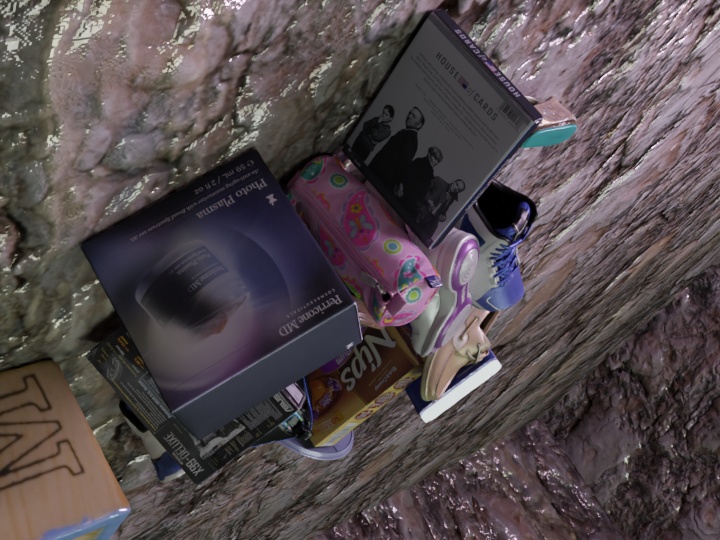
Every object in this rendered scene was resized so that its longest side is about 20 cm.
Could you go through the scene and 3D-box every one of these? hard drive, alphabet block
[{"bbox_3d":[0.112,0.121,1.449,0.132,0.200,0.025,-37,120,4],"label":"hard drive"},{"bbox_3d":[-0.402,0.247,1.088,0.196,0.200,0.195,-14,153,-44],"label":"alphabet block"}]

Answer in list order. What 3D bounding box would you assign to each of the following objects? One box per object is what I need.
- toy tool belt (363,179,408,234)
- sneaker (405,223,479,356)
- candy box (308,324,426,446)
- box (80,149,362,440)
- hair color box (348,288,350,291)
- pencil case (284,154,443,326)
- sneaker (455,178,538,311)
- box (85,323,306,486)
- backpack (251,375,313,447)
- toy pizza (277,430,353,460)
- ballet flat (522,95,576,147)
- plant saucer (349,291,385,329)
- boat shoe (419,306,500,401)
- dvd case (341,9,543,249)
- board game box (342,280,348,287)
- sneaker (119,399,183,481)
[{"bbox_3d":[0.091,-0.070,1.229,0.200,0.123,0.125,-24,159,-27],"label":"toy tool belt"},{"bbox_3d":[0.079,0.015,1.149,0.075,0.099,0.200,-40,151,-37],"label":"sneaker"},{"bbox_3d":[-0.010,0.144,1.403,0.200,0.117,0.056,-40,158,19],"label":"candy box"},{"bbox_3d":[-0.132,0.023,0.986,0.200,0.199,0.123,-31,161,-9],"label":"box"},{"bbox_3d":[-0.041,0.081,1.471,0.200,0.065,0.109,-36,160,11],"label":"hair color box"},{"bbox_3d":[-0.001,-0.030,1.061,0.087,0.200,0.087,-32,157,-15],"label":"pencil case"},{"bbox_3d":[0.149,-0.032,1.133,0.081,0.115,0.200,-41,121,-24],"label":"sneaker"},{"bbox_3d":[-0.185,0.120,1.132,0.158,0.200,0.050,-38,-173,12],"label":"box"},{"bbox_3d":[-0.158,0.114,1.233,0.182,0.135,0.201,-11,115,-6],"label":"backpack"},{"bbox_3d":[-0.099,0.210,1.477,0.200,0.200,0.032,-3,133,-56],"label":"toy pizza"},{"bbox_3d":[0.178,-0.176,1.201,0.200,0.067,0.068,-14,159,-42],"label":"ballet flat"},{"bbox_3d":[-0.061,0.022,1.151,0.030,0.200,0.200,-68,157,0],"label":"plant saucer"},{"bbox_3d":[0.144,0.092,1.350,0.200,0.065,0.072,-60,159,-17],"label":"boat shoe"},{"bbox_3d":[0.075,-0.137,1.005,0.025,0.150,0.200,-27,162,-45],"label":"dvd case"},{"bbox_3d":[0.000,0.000,1.233,0.034,0.134,0.200,-60,158,4],"label":"board game box"},{"bbox_3d":[-0.270,0.202,1.357,0.080,0.115,0.199,-27,-170,-12],"label":"sneaker"}]
